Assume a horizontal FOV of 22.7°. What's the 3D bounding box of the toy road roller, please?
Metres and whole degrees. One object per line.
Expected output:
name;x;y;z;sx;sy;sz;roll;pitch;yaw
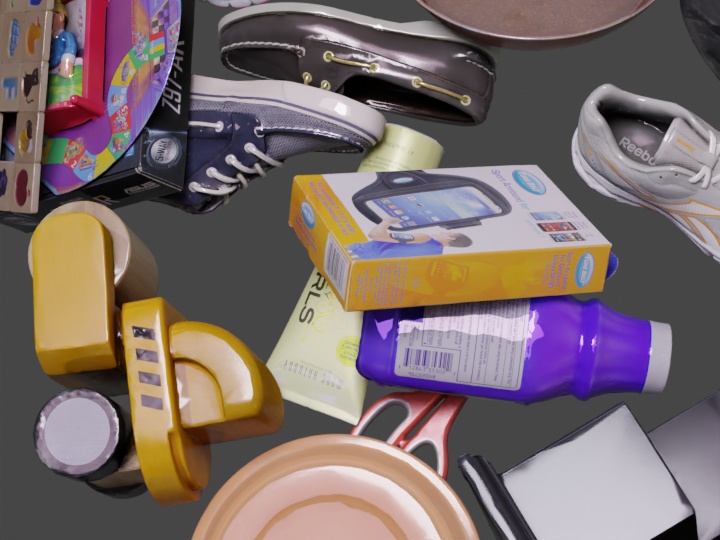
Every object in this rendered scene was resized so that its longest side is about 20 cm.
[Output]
toy road roller;-0.131;0.054;1.177;0.145;0.123;0.201;-9;75;6

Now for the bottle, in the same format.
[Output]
bottle;0.099;0.044;1.159;0.199;0.065;0.084;7;83;0

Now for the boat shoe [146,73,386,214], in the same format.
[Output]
boat shoe;-0.079;-0.079;1.233;0.199;0.075;0.093;10;78;32

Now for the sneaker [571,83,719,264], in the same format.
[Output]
sneaker;0.226;-0.059;1.168;0.199;0.092;0.076;24;78;16

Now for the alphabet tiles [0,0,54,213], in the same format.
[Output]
alphabet tiles;-0.252;-0.142;1.235;0.167;0.008;0.201;8;93;55

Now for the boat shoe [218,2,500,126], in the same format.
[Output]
boat shoe;-0.006;-0.140;1.246;0.200;0.072;0.061;6;69;9

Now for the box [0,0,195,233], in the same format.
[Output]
box;-0.188;-0.139;1.256;0.160;0.043;0.201;-12;68;37

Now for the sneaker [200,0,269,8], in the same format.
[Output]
sneaker;-0.059;-0.253;1.258;0.200;0.088;0.082;-17;47;32

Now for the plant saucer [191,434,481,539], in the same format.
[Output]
plant saucer;-0.018;0.204;1.147;0.199;0.032;0.201;-2;76;9

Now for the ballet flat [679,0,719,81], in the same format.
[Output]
ballet flat;0.292;-0.135;1.213;0.200;0.057;0.067;47;127;21

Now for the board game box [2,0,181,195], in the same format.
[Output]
board game box;-0.207;-0.149;1.217;0.200;0.039;0.158;41;102;42

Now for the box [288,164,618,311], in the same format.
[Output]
box;0.066;-0.025;1.150;0.199;0.042;0.119;-6;31;-19

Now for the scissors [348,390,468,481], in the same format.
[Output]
scissors;0.064;0.067;1.196;0.073;0.014;0.200;31;80;18

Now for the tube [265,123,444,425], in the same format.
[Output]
tube;0.000;0.000;1.213;0.058;0.052;0.201;8;73;57

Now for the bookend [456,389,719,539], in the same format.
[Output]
bookend;0.175;0.126;1.055;0.198;0.200;0.092;-31;65;-1

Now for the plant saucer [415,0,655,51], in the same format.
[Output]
plant saucer;0.120;-0.216;1.240;0.199;0.035;0.201;-2;48;2
